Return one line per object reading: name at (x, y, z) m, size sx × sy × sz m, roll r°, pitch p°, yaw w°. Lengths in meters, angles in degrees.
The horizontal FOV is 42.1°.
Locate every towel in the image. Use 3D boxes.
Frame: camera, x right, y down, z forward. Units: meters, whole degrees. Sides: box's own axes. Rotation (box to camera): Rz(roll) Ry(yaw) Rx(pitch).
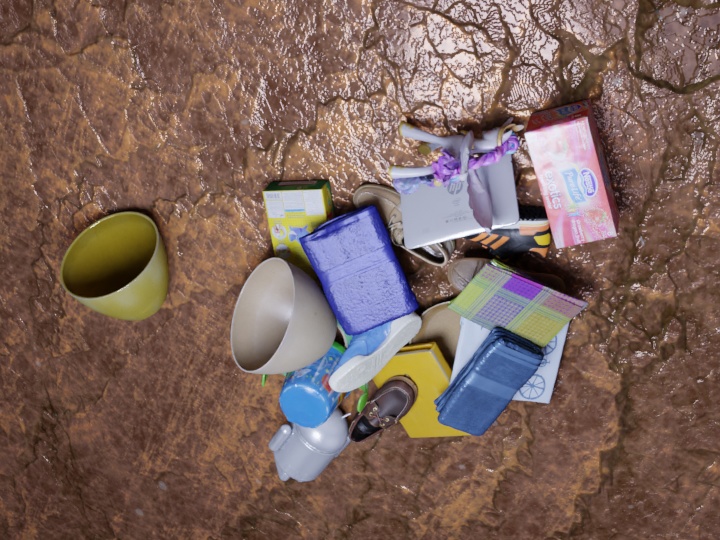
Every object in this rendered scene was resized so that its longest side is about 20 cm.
towel at (0.220, 0.194, 1.610) m, size 0.111 × 0.049 × 0.201 m, roll 24°, pitch 116°, yaw -20°
towel at (0.258, 0.059, 1.544) m, size 0.198 × 0.023 × 0.144 m, roll 22°, pitch 135°, yaw -15°
towel at (0.000, 0.000, 1.597) m, size 0.146 × 0.050 × 0.202 m, roll -21°, pitch 103°, yaw 15°

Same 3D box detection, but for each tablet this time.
tablet at (0.159, -0.116, 1.533) m, size 0.198 × 0.132 × 0.014 m, roll -13°, pitch 157°, yaw 23°

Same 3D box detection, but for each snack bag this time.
snack bag at (0.256, 0.147, 1.635) m, size 0.197 × 0.021 × 0.191 m, roll 4°, pitch 115°, yaw -7°

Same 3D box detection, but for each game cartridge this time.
game cartridge at (0.115, 0.225, 1.731) m, size 0.175 × 0.033 × 0.201 m, roll -11°, pitch 120°, yaw 42°

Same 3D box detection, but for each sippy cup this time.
sippy cup at (-0.085, 0.213, 1.707) m, size 0.176 × 0.131 × 0.141 m, roll -21°, pitch 109°, yaw 26°

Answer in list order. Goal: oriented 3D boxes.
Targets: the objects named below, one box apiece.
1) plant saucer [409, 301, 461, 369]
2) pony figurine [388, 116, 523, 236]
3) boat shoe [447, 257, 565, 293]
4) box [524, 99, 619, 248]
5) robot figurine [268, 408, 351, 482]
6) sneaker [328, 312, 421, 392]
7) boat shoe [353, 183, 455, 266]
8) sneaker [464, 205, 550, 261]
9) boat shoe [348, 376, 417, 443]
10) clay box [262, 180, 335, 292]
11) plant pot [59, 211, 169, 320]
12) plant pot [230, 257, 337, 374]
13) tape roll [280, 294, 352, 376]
plant saucer at (0.188, 0.136, 1.691) m, size 0.198 × 0.036 × 0.202 m, roll 8°, pitch 119°, yaw 14°
pony figurine at (0.150, -0.167, 1.464) m, size 0.198 × 0.194 × 0.167 m, roll -1°, pitch 140°, yaw 20°
boat shoe at (0.245, 0.019, 1.591) m, size 0.197 × 0.072 × 0.073 m, roll 7°, pitch 95°, yaw 3°
box at (0.333, -0.150, 1.461) m, size 0.102 × 0.095 × 0.202 m, roll -11°, pitch 113°, yaw 21°
robot figurine at (-0.097, 0.334, 1.839) m, size 0.168 × 0.114 × 0.201 m, roll 9°, pitch 131°, yaw -36°
sneaker at (0.004, 0.120, 1.672) m, size 0.200 × 0.111 × 0.077 m, roll -43°, pitch 144°, yaw -4°
boat shoe at (0.072, -0.078, 1.598) m, size 0.199 × 0.065 × 0.072 m, roll 30°, pitch 122°, yaw 0°
sneaker at (0.218, -0.055, 1.562) m, size 0.198 × 0.070 × 0.091 m, roll 0°, pitch 115°, yaw 16°
boat shoe at (0.040, 0.268, 1.751) m, size 0.070 × 0.070 × 0.200 m, roll 40°, pitch 139°, yaw 3°
clay box at (-0.099, -0.059, 1.673) m, size 0.114 × 0.048 × 0.202 m, roll 0°, pitch 118°, yaw 17°
plant pot at (-0.438, 0.012, 1.752) m, size 0.198 × 0.202 × 0.143 m, roll -3°, pitch 143°, yaw 19°
plant pot at (-0.120, 0.092, 1.641) m, size 0.134 × 0.202 × 0.200 m, roll 18°, pitch 129°, yaw -35°
tape roll at (-0.089, 0.125, 1.766) m, size 0.198 × 0.048 × 0.202 m, roll 7°, pitch 119°, yaw 13°
